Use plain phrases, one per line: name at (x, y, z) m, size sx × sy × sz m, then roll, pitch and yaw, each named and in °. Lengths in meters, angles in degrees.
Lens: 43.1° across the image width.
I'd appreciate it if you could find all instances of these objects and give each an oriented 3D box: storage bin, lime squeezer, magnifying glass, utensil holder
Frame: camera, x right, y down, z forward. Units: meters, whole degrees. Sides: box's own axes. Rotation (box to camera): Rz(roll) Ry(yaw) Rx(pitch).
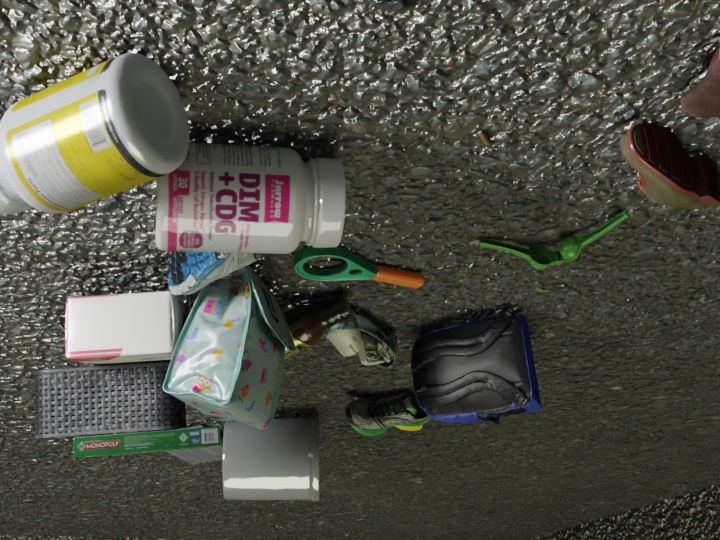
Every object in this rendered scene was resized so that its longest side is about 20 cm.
storage bin at (-0.355, 0.186, 1.309) m, size 0.195 × 0.096 × 0.135 m, roll -2°, pitch 171°, yaw -4°
lime squeezer at (0.263, -0.038, 1.231) m, size 0.195 × 0.038 × 0.072 m, roll -10°, pitch 123°, yaw 14°
magnifying glass at (0.000, 0.000, 1.270) m, size 0.196 × 0.023 × 0.079 m, roll 9°, pitch 151°, yaw -28°
utensil holder at (-0.183, 0.392, 1.891) m, size 0.195 × 0.174 × 0.171 m, roll 0°, pitch 155°, yaw -5°

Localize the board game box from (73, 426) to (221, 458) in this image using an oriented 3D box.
board game box at (-0.301, 0.243, 1.298) m, size 0.195 × 0.030 × 0.134 m, roll -2°, pitch 172°, yaw -13°

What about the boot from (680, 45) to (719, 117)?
boot at (0.430, -0.204, 0.886) m, size 0.195 × 0.074 × 0.167 m, roll -4°, pitch 167°, yaw -4°

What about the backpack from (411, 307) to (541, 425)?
backpack at (0.190, 0.176, 1.506) m, size 0.196 × 0.166 × 0.168 m, roll -13°, pitch 157°, yaw 16°

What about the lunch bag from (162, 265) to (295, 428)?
lunch bag at (-0.166, 0.097, 1.243) m, size 0.119 × 0.204 × 0.171 m, roll 8°, pitch 161°, yaw 17°

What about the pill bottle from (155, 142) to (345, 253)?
pill bottle at (-0.119, -0.076, 0.981) m, size 0.195 × 0.116 × 0.114 m, roll 1°, pitch 155°, yaw -12°

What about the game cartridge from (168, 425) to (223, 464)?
game cartridge at (-0.358, 0.382, 2.001) m, size 0.127 × 0.039 × 0.200 m, roll -14°, pitch 153°, yaw 11°

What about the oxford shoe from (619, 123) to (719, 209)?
oxford shoe at (0.344, -0.107, 1.046) m, size 0.198 × 0.072 × 0.074 m, roll 21°, pitch 151°, yaw -40°

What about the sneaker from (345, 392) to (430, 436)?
sneaker at (0.061, 0.273, 1.809) m, size 0.196 × 0.079 × 0.085 m, roll -2°, pitch 150°, yaw -27°

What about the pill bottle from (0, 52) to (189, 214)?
pill bottle at (-0.269, -0.120, 0.864) m, size 0.196 × 0.114 × 0.112 m, roll -16°, pitch 153°, yaw 24°

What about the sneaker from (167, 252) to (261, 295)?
sneaker at (-0.173, -0.019, 1.148) m, size 0.085 × 0.077 × 0.198 m, roll 6°, pitch 156°, yaw -41°

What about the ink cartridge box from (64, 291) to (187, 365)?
ink cartridge box at (-0.313, 0.086, 1.273) m, size 0.142 × 0.087 × 0.200 m, roll -3°, pitch 169°, yaw -2°

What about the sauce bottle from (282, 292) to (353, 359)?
sauce bottle at (-0.105, 0.093, 1.357) m, size 0.197 × 0.066 × 0.065 m, roll -26°, pitch 152°, yaw 6°

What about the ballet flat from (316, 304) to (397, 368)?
ballet flat at (-0.003, 0.110, 1.445) m, size 0.073 × 0.076 × 0.198 m, roll -22°, pitch 150°, yaw 33°

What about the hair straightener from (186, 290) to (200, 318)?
hair straightener at (-0.215, 0.064, 1.300) m, size 0.040 × 0.079 × 0.201 m, roll -2°, pitch 155°, yaw 0°
